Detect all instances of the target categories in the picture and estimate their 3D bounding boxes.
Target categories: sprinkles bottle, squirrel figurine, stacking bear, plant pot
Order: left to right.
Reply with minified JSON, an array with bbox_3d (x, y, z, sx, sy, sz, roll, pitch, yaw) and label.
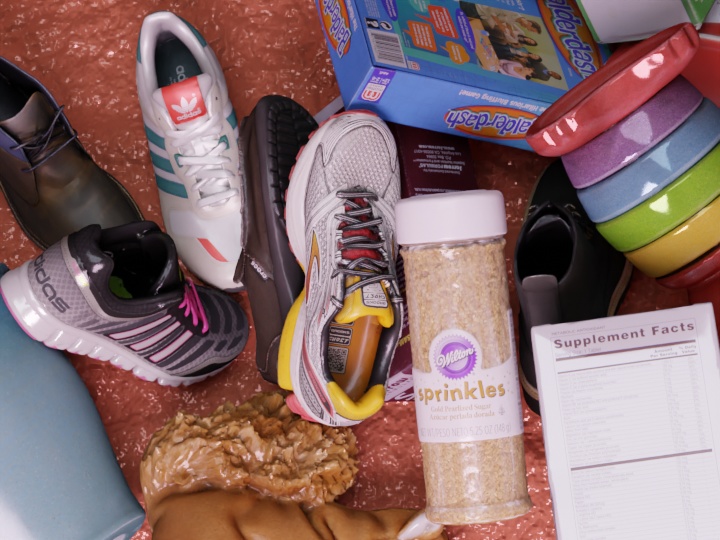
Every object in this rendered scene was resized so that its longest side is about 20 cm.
[{"bbox_3d":[-0.243,0.130,1.681,0.200,0.200,0.188,-41,83,-7],"label":"plant pot"},{"bbox_3d":[-0.039,0.165,1.669,0.186,0.142,0.201,-11,74,-3],"label":"squirrel figurine"},{"bbox_3d":[0.064,0.052,1.609,0.068,0.068,0.201,-6,92,5],"label":"sprinkles bottle"},{"bbox_3d":[0.204,-0.037,1.624,0.121,0.114,0.200,-36,96,-3],"label":"stacking bear"}]

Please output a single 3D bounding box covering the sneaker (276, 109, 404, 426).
[{"bbox_3d":[0.000,0.000,1.642,0.078,0.082,0.201,-1,96,-25],"label":"sneaker"}]

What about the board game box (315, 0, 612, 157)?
[{"bbox_3d":[0.071,-0.151,1.722,0.199,0.045,0.152,10,43,-25],"label":"board game box"}]

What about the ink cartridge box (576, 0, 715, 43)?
[{"bbox_3d":[0.195,-0.266,1.714,0.083,0.147,0.200,-7,34,37],"label":"ink cartridge box"}]

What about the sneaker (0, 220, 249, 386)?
[{"bbox_3d":[-0.133,0.017,1.695,0.087,0.200,0.074,-39,55,29],"label":"sneaker"}]

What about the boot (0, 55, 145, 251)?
[{"bbox_3d":[-0.216,-0.070,1.782,0.075,0.097,0.200,-41,72,-7],"label":"boot"}]

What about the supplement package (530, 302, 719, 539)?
[{"bbox_3d":[0.169,0.133,1.549,0.113,0.110,0.201,-7,73,4],"label":"supplement package"}]

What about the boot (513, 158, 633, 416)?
[{"bbox_3d":[0.132,-0.025,1.682,0.077,0.139,0.200,-5,50,8],"label":"boot"}]

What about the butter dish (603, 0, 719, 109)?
[{"bbox_3d":[0.296,-0.129,1.720,0.199,0.148,0.200,16,52,43],"label":"butter dish"}]

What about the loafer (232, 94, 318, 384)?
[{"bbox_3d":[-0.058,-0.015,1.725,0.071,0.073,0.201,-14,77,38],"label":"loafer"}]

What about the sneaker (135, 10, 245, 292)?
[{"bbox_3d":[-0.114,-0.084,1.776,0.070,0.093,0.200,-16,71,2],"label":"sneaker"}]

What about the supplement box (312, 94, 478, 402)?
[{"bbox_3d":[0.029,-0.025,1.728,0.061,0.109,0.201,3,68,-33],"label":"supplement box"}]
